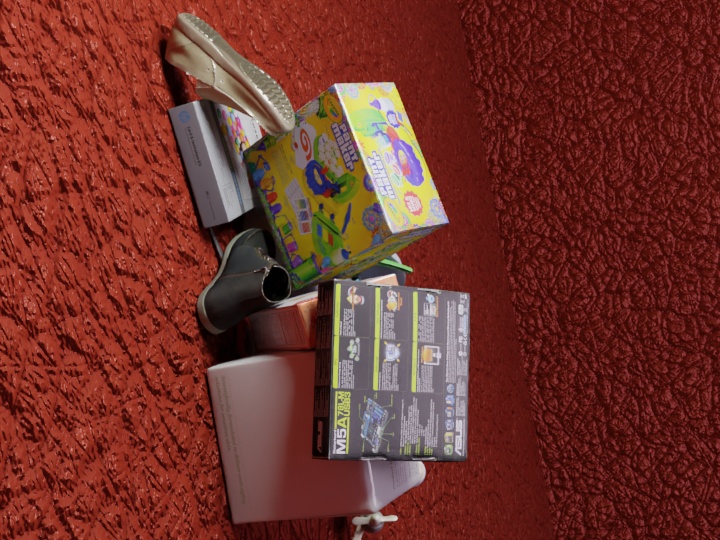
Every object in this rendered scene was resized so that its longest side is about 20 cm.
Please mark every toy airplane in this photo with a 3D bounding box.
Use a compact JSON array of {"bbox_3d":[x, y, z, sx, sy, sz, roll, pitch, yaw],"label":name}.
[{"bbox_3d":[0.036,0.306,1.757,0.199,0.140,0.202,-31,127,-61],"label":"toy airplane"}]

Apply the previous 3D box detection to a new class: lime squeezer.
[{"bbox_3d":[0.000,0.000,1.608,0.071,0.038,0.199,47,40,14],"label":"lime squeezer"}]

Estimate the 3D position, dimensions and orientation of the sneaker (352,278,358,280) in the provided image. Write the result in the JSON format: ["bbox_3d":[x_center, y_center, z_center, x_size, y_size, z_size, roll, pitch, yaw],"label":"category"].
[{"bbox_3d":[0.001,0.082,1.895,0.131,0.079,0.202,39,34,-68],"label":"sneaker"}]

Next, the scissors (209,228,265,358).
[{"bbox_3d":[-0.162,0.026,1.506,0.073,0.014,0.202,-30,106,-64],"label":"scissors"}]

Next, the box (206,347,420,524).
[{"bbox_3d":[-0.054,0.193,1.418,0.171,0.198,0.202,-7,87,-69],"label":"box"}]

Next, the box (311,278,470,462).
[{"bbox_3d":[0.038,0.118,1.315,0.191,0.047,0.203,5,82,-29],"label":"box"}]

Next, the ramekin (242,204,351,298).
[{"bbox_3d":[-0.085,-0.012,1.634,0.200,0.097,0.203,-11,90,-73],"label":"ramekin"}]

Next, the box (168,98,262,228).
[{"bbox_3d":[-0.177,-0.153,1.513,0.200,0.041,0.158,-45,121,-71],"label":"box"}]

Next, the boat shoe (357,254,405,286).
[{"bbox_3d":[0.009,-0.039,1.690,0.202,0.074,0.087,56,15,-51],"label":"boat shoe"}]

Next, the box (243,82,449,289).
[{"bbox_3d":[-0.022,-0.109,1.482,0.121,0.192,0.202,-11,78,-48],"label":"box"}]

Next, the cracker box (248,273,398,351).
[{"bbox_3d":[-0.046,0.054,1.421,0.200,0.133,0.058,-10,-84,66],"label":"cracker box"}]

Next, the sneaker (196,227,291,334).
[{"bbox_3d":[-0.122,0.002,1.448,0.075,0.105,0.201,58,30,-24],"label":"sneaker"}]

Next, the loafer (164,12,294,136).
[{"bbox_3d":[-0.165,-0.234,1.429,0.200,0.068,0.076,44,22,3],"label":"loafer"}]
